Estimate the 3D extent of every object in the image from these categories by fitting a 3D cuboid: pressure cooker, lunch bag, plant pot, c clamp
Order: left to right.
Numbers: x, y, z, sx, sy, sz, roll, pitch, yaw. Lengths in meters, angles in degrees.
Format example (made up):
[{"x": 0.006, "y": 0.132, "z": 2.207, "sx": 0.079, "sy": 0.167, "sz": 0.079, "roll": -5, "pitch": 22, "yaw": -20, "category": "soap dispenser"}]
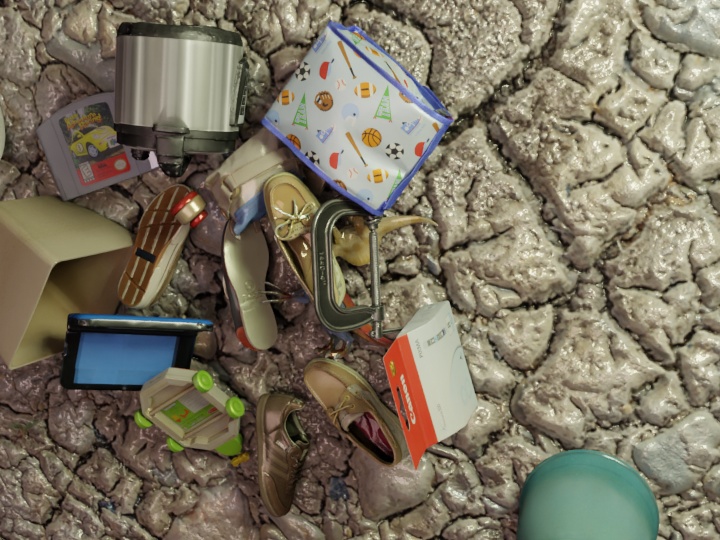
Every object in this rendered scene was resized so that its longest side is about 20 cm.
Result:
[{"x": -0.479, "y": -0.004, "z": 1.475, "sx": 0.177, "sy": 0.199, "sz": 0.201, "roll": 40, "pitch": 115, "yaw": 16, "category": "plant pot"}, {"x": -0.246, "y": -0.227, "z": 1.319, "sx": 0.177, "sy": 0.175, "sz": 0.203, "roll": 11, "pitch": 101, "yaw": 37, "category": "pressure cooker"}, {"x": 0.000, "y": 0.000, "z": 1.312, "sx": 0.027, "sy": 0.169, "sz": 0.203, "roll": 6, "pitch": 106, "yaw": 52, "category": "c clamp"}, {"x": 0.003, "y": -0.195, "z": 1.280, "sx": 0.200, "sy": 0.124, "sz": 0.171, "roll": 42, "pitch": 113, "yaw": 10, "category": "lunch bag"}, {"x": 0.298, "y": 0.374, "z": 1.316, "sx": 0.197, "sy": 0.188, "sz": 0.203, "roll": 5, "pitch": 108, "yaw": 17, "category": "plant pot"}]

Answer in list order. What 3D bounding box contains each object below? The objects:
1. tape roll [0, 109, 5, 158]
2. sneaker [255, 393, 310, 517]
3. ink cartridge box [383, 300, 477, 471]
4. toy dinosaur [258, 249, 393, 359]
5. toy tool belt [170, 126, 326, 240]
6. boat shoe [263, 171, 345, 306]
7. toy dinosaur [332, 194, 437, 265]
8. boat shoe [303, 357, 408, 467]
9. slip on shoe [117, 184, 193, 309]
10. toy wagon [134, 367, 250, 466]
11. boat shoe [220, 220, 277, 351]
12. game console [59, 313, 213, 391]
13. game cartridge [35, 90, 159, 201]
[{"x": -0.607, "y": -0.228, "z": 1.437, "sx": 0.037, "sy": 0.203, "sz": 0.205, "roll": -13, "pitch": 102, "yaw": 22, "category": "tape roll"}, {"x": -0.114, "y": 0.287, "z": 1.496, "sx": 0.074, "sy": 0.070, "sz": 0.203, "roll": 0, "pitch": 107, "yaw": 18, "category": "sneaker"}, {"x": 0.097, "y": 0.149, "z": 1.308, "sx": 0.047, "sy": 0.200, "sz": 0.162, "roll": -11, "pitch": 103, "yaw": 22, "category": "ink cartridge box"}, {"x": -0.055, "y": 0.030, "z": 1.415, "sx": 0.197, "sy": 0.105, "sz": 0.184, "roll": -7, "pitch": 96, "yaw": -14, "category": "toy dinosaur"}, {"x": -0.153, "y": -0.101, "z": 1.357, "sx": 0.199, "sy": 0.125, "sz": 0.123, "roll": -40, "pitch": 99, "yaw": 5, "category": "toy tool belt"}, {"x": -0.070, "y": -0.036, "z": 1.305, "sx": 0.073, "sy": 0.063, "sz": 0.202, "roll": -25, "pitch": 104, "yaw": 4, "category": "boat shoe"}, {"x": 0.000, "y": -0.060, "z": 1.365, "sx": 0.198, "sy": 0.058, "sz": 0.102, "roll": -26, "pitch": 103, "yaw": 4, "category": "toy dinosaur"}, {"x": -0.008, "y": 0.208, "z": 1.437, "sx": 0.199, "sy": 0.066, "sz": 0.074, "roll": 39, "pitch": 114, "yaw": 4, "category": "boat shoe"}, {"x": -0.296, "y": -0.034, "z": 1.469, "sx": 0.075, "sy": 0.060, "sz": 0.202, "roll": 25, "pitch": 95, "yaw": 23, "category": "slip on shoe"}, {"x": -0.250, "y": 0.232, "z": 1.522, "sx": 0.154, "sy": 0.040, "sz": 0.200, "roll": -31, "pitch": 119, "yaw": 30, "category": "toy wagon"}, {"x": -0.168, "y": 0.019, "z": 1.436, "sx": 0.062, "sy": 0.070, "sz": 0.203, "roll": -7, "pitch": 94, "yaw": 64, "category": "boat shoe"}, {"x": -0.334, "y": 0.126, "z": 1.450, "sx": 0.197, "sy": 0.170, "sz": 0.120, "roll": 3, "pitch": 87, "yaw": -24, "category": "game console"}, {"x": -0.390, "y": -0.193, "z": 1.464, "sx": 0.198, "sy": 0.041, "sz": 0.135, "roll": -16, "pitch": 97, "yaw": 23, "category": "game cartridge"}]
